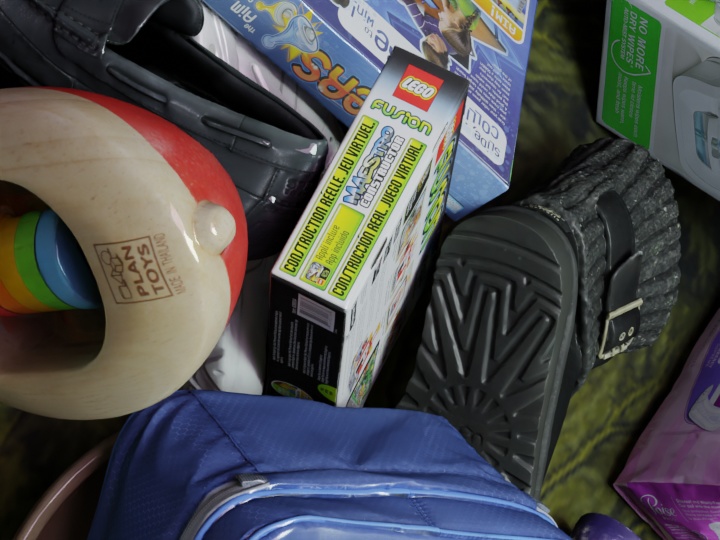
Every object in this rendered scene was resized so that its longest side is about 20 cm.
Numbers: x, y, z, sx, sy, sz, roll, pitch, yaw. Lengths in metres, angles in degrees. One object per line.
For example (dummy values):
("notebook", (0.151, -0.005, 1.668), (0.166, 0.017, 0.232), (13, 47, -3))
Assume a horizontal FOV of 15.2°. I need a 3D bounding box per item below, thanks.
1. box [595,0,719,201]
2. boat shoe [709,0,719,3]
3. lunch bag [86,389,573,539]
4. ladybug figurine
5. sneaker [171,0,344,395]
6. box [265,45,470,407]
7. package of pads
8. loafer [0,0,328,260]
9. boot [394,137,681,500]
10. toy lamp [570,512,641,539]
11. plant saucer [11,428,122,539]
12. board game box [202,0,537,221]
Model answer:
("box", (0.244, -0.110, 1.284), (0.200, 0.176, 0.097), (-36, 146, -30))
("boat shoe", (0.129, -0.173, 1.214), (0.199, 0.065, 0.074), (18, 89, 11))
("lunch bag", (-0.014, 0.134, 1.063), (0.199, 0.132, 0.136), (5, 109, -34))
("ladybug figurine", (-0.112, -0.012, 1.044), (0.072, 0.199, 0.136), (-35, 114, -40))
("sneaker", (-0.045, -0.035, 1.161), (0.099, 0.078, 0.201), (0, 89, -37))
("box", (0.000, 0.000, 1.124), (0.035, 0.200, 0.110), (25, 69, 7))
("package of pads", (0.222, 0.049, 1.306), (0.076, 0.120, 0.200), (46, 64, -23))
("loafer", (-0.090, -0.088, 1.084), (0.200, 0.071, 0.068), (43, 29, 18))
("boot", (0.077, 0.050, 1.236), (0.158, 0.079, 0.212), (-30, 142, -63))
("toy lamp", (0.059, 0.192, 1.229), (0.200, 0.058, 0.058), (-44, 111, -27))
("plant saucer", (-0.074, 0.150, 1.136), (0.199, 0.029, 0.201), (-8, 106, -32))
("board game box", (-0.006, -0.132, 1.176), (0.200, 0.034, 0.136), (41, 38, -24))
